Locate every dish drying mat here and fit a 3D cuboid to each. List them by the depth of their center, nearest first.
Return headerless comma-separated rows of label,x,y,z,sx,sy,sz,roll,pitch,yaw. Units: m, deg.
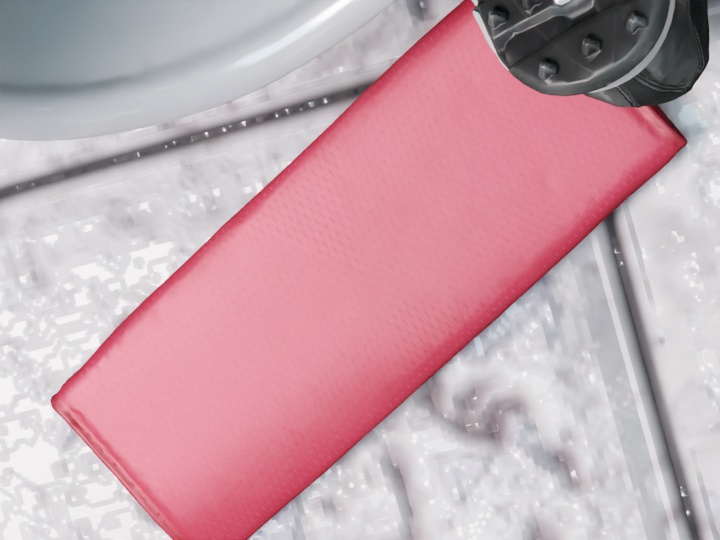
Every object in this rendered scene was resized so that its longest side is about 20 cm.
dish drying mat,0.000,0.000,0.849,0.200,0.018,0.077,-43,88,12

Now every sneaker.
sneaker,0.051,-0.128,0.797,0.066,0.090,0.201,-26,67,20

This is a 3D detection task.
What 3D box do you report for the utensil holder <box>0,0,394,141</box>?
utensil holder,-0.080,-0.162,0.737,0.169,0.170,0.201,-32,66,13
